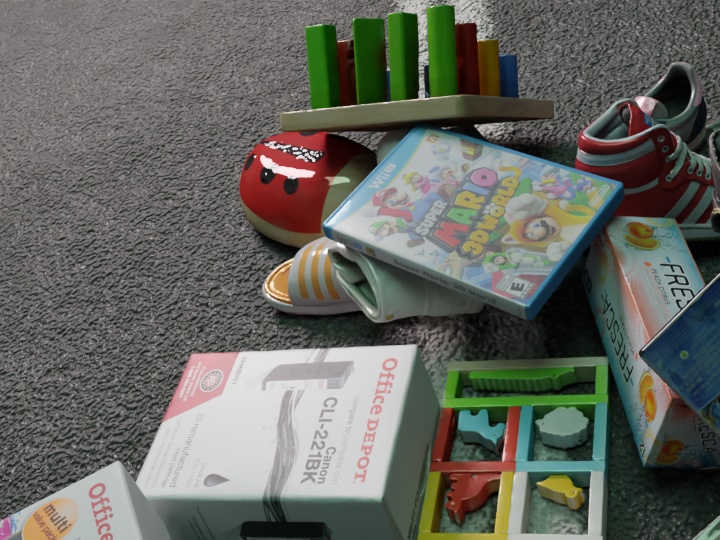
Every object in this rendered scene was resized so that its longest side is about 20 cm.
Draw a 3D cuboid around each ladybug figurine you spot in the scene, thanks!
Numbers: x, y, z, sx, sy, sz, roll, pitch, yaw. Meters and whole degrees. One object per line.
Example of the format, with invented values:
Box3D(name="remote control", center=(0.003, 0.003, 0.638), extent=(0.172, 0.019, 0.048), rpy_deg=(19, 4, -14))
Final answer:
Box3D(name="ladybug figurine", center=(-0.048, -0.089, 1.061), extent=(0.198, 0.072, 0.136), rpy_deg=(16, 52, 36))

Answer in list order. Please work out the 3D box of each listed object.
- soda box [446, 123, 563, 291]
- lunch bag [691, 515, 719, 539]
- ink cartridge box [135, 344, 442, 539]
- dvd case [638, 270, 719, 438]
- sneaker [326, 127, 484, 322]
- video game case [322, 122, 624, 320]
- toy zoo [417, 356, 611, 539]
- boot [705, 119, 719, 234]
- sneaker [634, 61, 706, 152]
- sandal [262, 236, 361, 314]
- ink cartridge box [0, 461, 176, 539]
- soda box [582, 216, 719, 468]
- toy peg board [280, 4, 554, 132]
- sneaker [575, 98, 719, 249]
Box3D(name="soda box", center=(0.110, -0.056, 0.953), extent=(0.067, 0.064, 0.201), rpy_deg=(-13, 38, -14))
Box3D(name="lunch bag", center=(0.247, 0.203, 0.557), extent=(0.199, 0.118, 0.164), rpy_deg=(-35, 52, -10))
Box3D(name="ink cartridge box", center=(-0.049, 0.138, 0.795), extent=(0.197, 0.084, 0.145), rpy_deg=(-3, 42, 19))
Box3D(name="dvd case", center=(0.291, 0.073, 0.645), extent=(0.143, 0.018, 0.200), rpy_deg=(-45, 79, 5))
Box3D(name="sneaker", center=(0.022, -0.044, 0.907), extent=(0.114, 0.074, 0.202), rpy_deg=(-8, 51, -18))
Box3D(name="video game case", center=(0.087, -0.047, 0.838), extent=(0.198, 0.018, 0.143), rpy_deg=(22, 57, 34))
Box3D(name="toy zoo", center=(0.114, 0.145, 0.766), extent=(0.129, 0.021, 0.201), rpy_deg=(-4, 42, 20))
Box3D(name="boot", center=(0.283, 0.010, 0.724), extent=(0.068, 0.176, 0.201), rpy_deg=(-19, 38, 1))
Box3D(name="sneaker", center=(0.242, -0.109, 0.949), extent=(0.070, 0.083, 0.200), rpy_deg=(22, 58, 36))
Box3D(name="sandal", center=(0.003, -0.006, 0.954), extent=(0.204, 0.060, 0.080), rpy_deg=(0, 43, 23))
Box3D(name="ink cartridge box", center=(-0.200, 0.254, 0.681), extent=(0.198, 0.146, 0.146), rpy_deg=(-26, 39, -9))
Box3D(name="soda box", center=(0.220, 0.047, 0.773), extent=(0.063, 0.069, 0.201), rpy_deg=(3, 40, -6))
Box3D(name="toy peg board", center=(0.056, -0.188, 1.013), extent=(0.198, 0.099, 0.198), rpy_deg=(1, 7, 34))
Box3D(name="sneaker", center=(0.266, -0.086, 0.867), extent=(0.197, 0.114, 0.071), rpy_deg=(-9, 28, -10))
